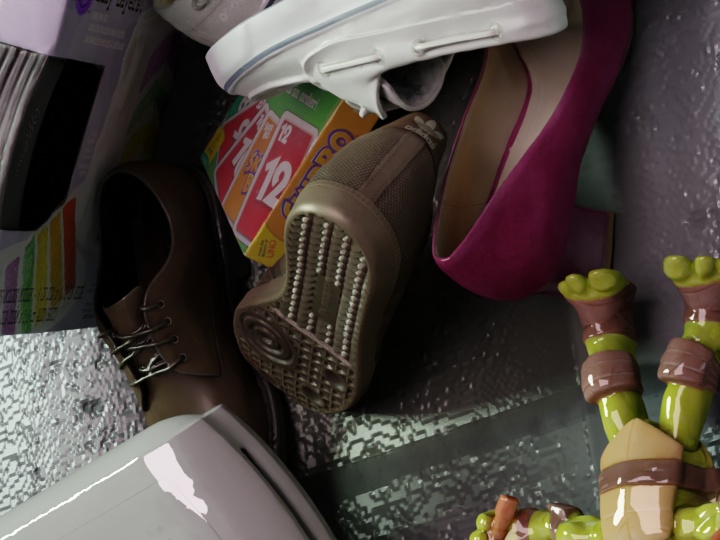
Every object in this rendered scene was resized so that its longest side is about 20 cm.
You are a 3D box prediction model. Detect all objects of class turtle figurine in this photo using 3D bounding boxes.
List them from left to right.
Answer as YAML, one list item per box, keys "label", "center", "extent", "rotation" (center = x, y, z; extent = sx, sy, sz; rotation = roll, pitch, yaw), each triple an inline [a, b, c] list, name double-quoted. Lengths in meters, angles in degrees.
- label: "turtle figurine"
  center: [0.126, 0.079, 1.162]
  extent: [0.199, 0.064, 0.162]
  rotation: [-15, 65, 48]

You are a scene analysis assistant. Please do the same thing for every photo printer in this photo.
- label: "photo printer"
  center: [-0.087, 0.162, 1.299]
  extent: [0.200, 0.069, 0.167]
  rotation: [-32, 90, 34]

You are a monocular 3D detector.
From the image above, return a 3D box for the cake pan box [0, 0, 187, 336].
- label: "cake pan box"
  center: [-0.146, -0.063, 1.346]
  extent: [0.052, 0.200, 0.185]
  rotation: [15, 92, 13]

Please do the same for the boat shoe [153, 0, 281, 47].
- label: "boat shoe"
  center: [-0.041, -0.200, 1.334]
  extent: [0.203, 0.086, 0.075]
  rotation: [-60, 28, 13]

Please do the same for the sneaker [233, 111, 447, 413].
- label: "sneaker"
  center: [0.000, 0.000, 1.262]
  extent: [0.070, 0.076, 0.200]
  rotation: [40, 156, 5]

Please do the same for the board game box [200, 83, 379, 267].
- label: "board game box"
  center: [-0.005, -0.105, 1.319]
  extent: [0.200, 0.030, 0.096]
  rotation: [-55, 31, 17]

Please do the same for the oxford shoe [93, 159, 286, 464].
- label: "oxford shoe"
  center: [-0.091, 0.043, 1.349]
  extent: [0.072, 0.084, 0.201]
  rotation: [-27, 68, 30]

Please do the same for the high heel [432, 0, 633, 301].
- label: "high heel"
  center: [0.063, -0.086, 1.226]
  extent: [0.067, 0.096, 0.201]
  rotation: [-4, 80, 41]

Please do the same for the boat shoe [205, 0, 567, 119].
- label: "boat shoe"
  center: [0.008, -0.097, 1.221]
  extent: [0.200, 0.073, 0.066]
  rotation: [-20, 92, 51]
